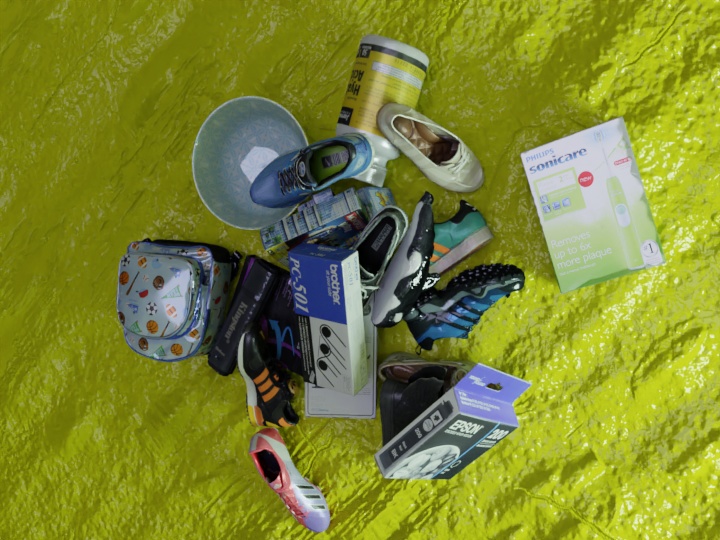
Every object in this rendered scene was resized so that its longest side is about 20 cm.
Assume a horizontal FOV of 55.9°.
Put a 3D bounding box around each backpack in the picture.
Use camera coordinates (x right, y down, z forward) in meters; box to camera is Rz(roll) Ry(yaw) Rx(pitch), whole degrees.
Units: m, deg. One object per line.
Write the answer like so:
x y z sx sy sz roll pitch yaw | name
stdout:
-0.308 0.051 1.119 0.194 0.154 0.197 5 98 19 | backpack

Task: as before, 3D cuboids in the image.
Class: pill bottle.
0.025 -0.236 1.023 0.109 0.111 0.205 19 97 16 | pill bottle

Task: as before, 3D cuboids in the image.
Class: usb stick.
-0.191 0.077 1.108 0.055 0.032 0.203 31 102 15 | usb stick

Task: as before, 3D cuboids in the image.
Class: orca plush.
0.082 -0.007 0.982 0.070 0.105 0.205 20 80 -22 | orca plush

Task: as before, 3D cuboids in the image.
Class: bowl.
-0.158 -0.166 1.083 0.194 0.108 0.207 1 94 12 | bowl

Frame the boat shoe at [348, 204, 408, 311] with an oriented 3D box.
0.002 0.002 0.959 0.073 0.068 0.201 38 109 2 | boat shoe

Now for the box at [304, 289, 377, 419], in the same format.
-0.029 0.121 1.052 0.113 0.060 0.207 0 97 2 | box

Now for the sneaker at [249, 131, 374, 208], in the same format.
-0.080 -0.145 0.965 0.196 0.089 0.080 -22 90 21 | sneaker

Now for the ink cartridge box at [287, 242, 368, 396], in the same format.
-0.044 0.068 0.950 0.092 0.044 0.206 10 116 31 | ink cartridge box

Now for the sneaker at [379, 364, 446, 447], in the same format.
0.084 0.228 1.013 0.101 0.060 0.205 5 119 21 | sneaker

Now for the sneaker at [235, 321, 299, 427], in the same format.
-0.141 0.169 1.090 0.087 0.071 0.205 4 122 11 | sneaker

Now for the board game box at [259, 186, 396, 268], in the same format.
-0.039 -0.074 1.026 0.196 0.200 0.063 -24 78 3 | board game box

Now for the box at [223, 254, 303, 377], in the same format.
-0.124 0.079 1.122 0.196 0.036 0.147 23 99 14 | box

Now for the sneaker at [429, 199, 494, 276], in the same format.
0.102 -0.028 1.032 0.198 0.071 0.081 -34 78 10 | sneaker

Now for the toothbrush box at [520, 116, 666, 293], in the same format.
0.321 -0.087 0.948 0.142 0.086 0.206 -16 86 17 | toothbrush box

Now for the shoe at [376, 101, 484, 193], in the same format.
0.107 -0.171 0.980 0.197 0.053 0.071 30 91 -23 | shoe

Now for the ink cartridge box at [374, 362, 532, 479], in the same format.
0.143 0.221 0.953 0.200 0.196 0.044 -45 54 17 | ink cartridge box

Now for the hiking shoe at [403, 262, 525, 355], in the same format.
0.159 0.054 1.022 0.196 0.075 0.088 -21 106 19 | hiking shoe

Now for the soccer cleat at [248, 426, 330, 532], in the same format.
-0.117 0.348 1.094 0.066 0.077 0.203 -28 98 15 | soccer cleat

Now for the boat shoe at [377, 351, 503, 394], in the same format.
0.122 0.172 1.032 0.194 0.063 0.076 7 93 17 | boat shoe
